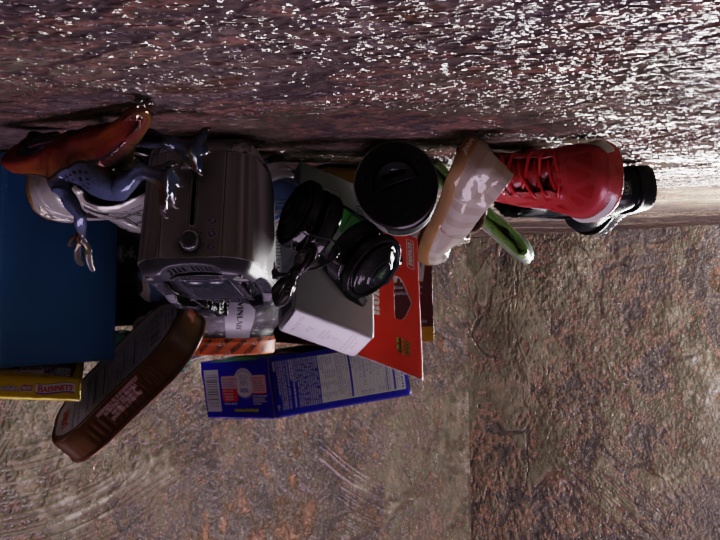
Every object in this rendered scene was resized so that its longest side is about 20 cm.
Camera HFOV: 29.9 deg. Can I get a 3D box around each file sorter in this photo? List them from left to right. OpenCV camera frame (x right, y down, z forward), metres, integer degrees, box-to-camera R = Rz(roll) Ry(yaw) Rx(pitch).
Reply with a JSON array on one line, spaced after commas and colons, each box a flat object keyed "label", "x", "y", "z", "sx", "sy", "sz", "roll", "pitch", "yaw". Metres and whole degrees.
[{"label": "file sorter", "x": -0.335, "y": -0.011, "z": 1.357, "sx": 0.122, "sy": 0.203, "sz": 0.138, "roll": 2, "pitch": -179, "yaw": 42}]

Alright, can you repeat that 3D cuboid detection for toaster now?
[{"label": "toaster", "x": -0.133, "y": -0.039, "z": 1.230, "sx": 0.112, "sy": 0.131, "sz": 0.200, "roll": 0, "pitch": 167, "yaw": 7}]

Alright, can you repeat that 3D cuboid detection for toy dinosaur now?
[{"label": "toy dinosaur", "x": -0.208, "y": -0.098, "z": 1.035, "sx": 0.179, "sy": 0.106, "sz": 0.201, "roll": 12, "pitch": 146, "yaw": 17}]

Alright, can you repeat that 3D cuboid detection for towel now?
[{"label": "towel", "x": 0.140, "y": -0.066, "z": 1.524, "sx": 0.149, "sy": 0.031, "sz": 0.200, "roll": 42, "pitch": -176, "yaw": 7}]

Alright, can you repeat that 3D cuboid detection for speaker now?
[{"label": "speaker", "x": 0.037, "y": -0.078, "z": 1.324, "sx": 0.080, "sy": 0.083, "sz": 0.200, "roll": -1, "pitch": 179, "yaw": 2}]

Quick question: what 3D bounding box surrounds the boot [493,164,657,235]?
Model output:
[{"label": "boot", "x": 0.231, "y": -0.083, "z": 1.561, "sx": 0.160, "sy": 0.075, "sz": 0.198, "roll": -3, "pitch": 174, "yaw": -17}]

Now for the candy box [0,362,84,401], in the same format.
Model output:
[{"label": "candy box", "x": -0.329, "y": 0.102, "z": 1.352, "sx": 0.101, "sy": 0.027, "sz": 0.200, "roll": 1, "pitch": -176, "yaw": -11}]

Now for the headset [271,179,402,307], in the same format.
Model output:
[{"label": "headset", "x": -0.031, "y": -0.018, "z": 1.242, "sx": 0.123, "sy": 0.095, "sz": 0.200, "roll": 35, "pitch": -168, "yaw": 5}]

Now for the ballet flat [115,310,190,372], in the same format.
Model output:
[{"label": "ballet flat", "x": -0.238, "y": 0.080, "z": 1.506, "sx": 0.067, "sy": 0.071, "sz": 0.199, "roll": 19, "pitch": 165, "yaw": -25}]

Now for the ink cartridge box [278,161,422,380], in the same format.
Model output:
[{"label": "ink cartridge box", "x": 0.000, "y": 0.000, "z": 1.403, "sx": 0.172, "sy": 0.202, "sz": 0.044, "roll": 20, "pitch": 136, "yaw": -23}]

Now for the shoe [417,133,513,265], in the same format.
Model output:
[{"label": "shoe", "x": 0.094, "y": -0.052, "z": 1.249, "sx": 0.053, "sy": 0.071, "sz": 0.200, "roll": 24, "pitch": 155, "yaw": 3}]

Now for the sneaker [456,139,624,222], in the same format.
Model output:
[{"label": "sneaker", "x": 0.156, "y": -0.082, "z": 1.275, "sx": 0.114, "sy": 0.080, "sz": 0.200, "roll": -2, "pitch": 179, "yaw": -22}]

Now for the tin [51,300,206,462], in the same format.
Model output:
[{"label": "tin", "x": -0.237, "y": 0.109, "z": 1.366, "sx": 0.042, "sy": 0.200, "sz": 0.112, "roll": 43, "pitch": -170, "yaw": -18}]

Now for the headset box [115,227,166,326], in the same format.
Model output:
[{"label": "headset box", "x": -0.250, "y": -0.022, "z": 1.623, "sx": 0.197, "sy": 0.177, "sz": 0.093, "roll": 0, "pitch": 180, "yaw": -19}]

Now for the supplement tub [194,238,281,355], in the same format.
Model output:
[{"label": "supplement tub", "x": -0.140, "y": -0.012, "z": 1.443, "sx": 0.121, "sy": 0.203, "sz": 0.123, "roll": -1, "pitch": 179, "yaw": 0}]

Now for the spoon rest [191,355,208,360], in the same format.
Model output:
[{"label": "spoon rest", "x": -0.214, "y": 0.095, "z": 1.626, "sx": 0.197, "sy": 0.062, "sz": 0.099, "roll": -1, "pitch": -179, "yaw": 1}]

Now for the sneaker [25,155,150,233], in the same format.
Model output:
[{"label": "sneaker", "x": -0.213, "y": -0.077, "z": 1.280, "sx": 0.198, "sy": 0.077, "sz": 0.087, "roll": -6, "pitch": 176, "yaw": -43}]

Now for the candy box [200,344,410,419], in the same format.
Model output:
[{"label": "candy box", "x": -0.067, "y": 0.130, "z": 1.641, "sx": 0.198, "sy": 0.078, "sz": 0.168, "roll": -5, "pitch": 178, "yaw": -35}]

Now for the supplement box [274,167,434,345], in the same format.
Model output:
[{"label": "supplement box", "x": -0.019, "y": -0.014, "z": 1.585, "sx": 0.131, "sy": 0.201, "sz": 0.199, "roll": -1, "pitch": 179, "yaw": -25}]

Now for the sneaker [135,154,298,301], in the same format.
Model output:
[{"label": "sneaker", "x": -0.138, "y": -0.028, "z": 1.344, "sx": 0.199, "sy": 0.077, "sz": 0.076, "roll": -38, "pitch": 176, "yaw": 7}]
